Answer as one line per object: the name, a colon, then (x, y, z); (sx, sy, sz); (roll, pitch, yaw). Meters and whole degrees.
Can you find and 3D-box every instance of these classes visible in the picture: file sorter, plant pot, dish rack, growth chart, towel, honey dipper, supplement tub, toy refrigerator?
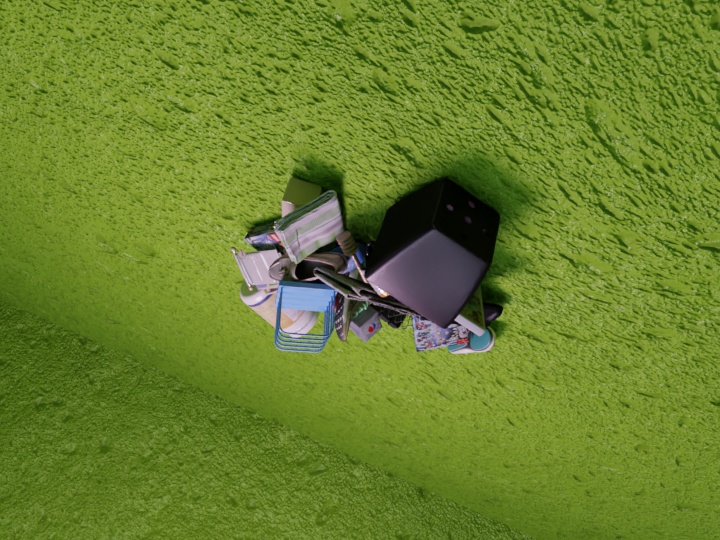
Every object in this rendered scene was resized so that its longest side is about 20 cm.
file sorter: (-0.135, 0.115, 1.640); (0.136, 0.125, 0.200); (4, 161, -9)
plant pot: (0.152, -0.048, 1.293); (0.198, 0.202, 0.177); (32, 140, -12)
dish rack: (0.104, 0.084, 1.713); (0.153, 0.055, 0.199); (38, 149, -26)
growth chart: (-0.228, 0.005, 1.708); (0.197, 0.018, 0.147); (0, 120, 33)
towel: (-0.101, -0.087, 1.467); (0.031, 0.148, 0.200); (58, 174, 21)
honey dipper: (0.000, 0.000, 1.571); (0.038, 0.038, 0.202); (2, 130, 38)
towel: (0.017, 0.050, 1.461); (0.191, 0.035, 0.199); (20, -178, -34)
supplement tub: (-0.217, 0.078, 1.874); (0.143, 0.146, 0.200); (-5, 141, 45)
toy refrigerator: (-0.131, -0.120, 1.535); (0.075, 0.071, 0.201); (16, 153, 3)

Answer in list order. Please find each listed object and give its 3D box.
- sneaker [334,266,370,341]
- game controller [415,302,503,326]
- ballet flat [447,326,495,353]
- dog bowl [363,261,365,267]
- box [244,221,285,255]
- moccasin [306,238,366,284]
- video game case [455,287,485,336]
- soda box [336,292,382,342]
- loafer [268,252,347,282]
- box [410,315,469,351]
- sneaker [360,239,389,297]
sneaker: (-0.006, 0.075, 1.648); (0.087, 0.203, 0.077); (16, 166, -13)
game controller: (0.219, 0.091, 1.529); (0.197, 0.043, 0.105); (8, 145, -21)
ballet flat: (0.293, 0.177, 1.713); (0.069, 0.070, 0.199); (33, 156, -16)
dog bowl: (0.079, 0.010, 1.502); (0.111, 0.050, 0.200); (29, -175, -39)
box: (-0.179, -0.042, 1.727); (0.136, 0.040, 0.200); (-7, 139, 46)
moccasin: (-0.065, -0.028, 1.625); (0.198, 0.069, 0.081); (-26, 113, 27)
video game case: (0.174, 0.030, 1.433); (0.198, 0.183, 0.023); (33, 119, -13)
soda box: (-0.033, 0.091, 1.738); (0.200, 0.063, 0.069); (39, 161, 37)
loafer: (-0.129, -0.006, 1.573); (0.197, 0.063, 0.073); (-6, 101, 19)
box: (0.188, 0.115, 1.625); (0.135, 0.040, 0.201); (-11, 141, 3)
sneaker: (0.053, -0.043, 1.383); (0.088, 0.201, 0.075); (42, 126, -21)
